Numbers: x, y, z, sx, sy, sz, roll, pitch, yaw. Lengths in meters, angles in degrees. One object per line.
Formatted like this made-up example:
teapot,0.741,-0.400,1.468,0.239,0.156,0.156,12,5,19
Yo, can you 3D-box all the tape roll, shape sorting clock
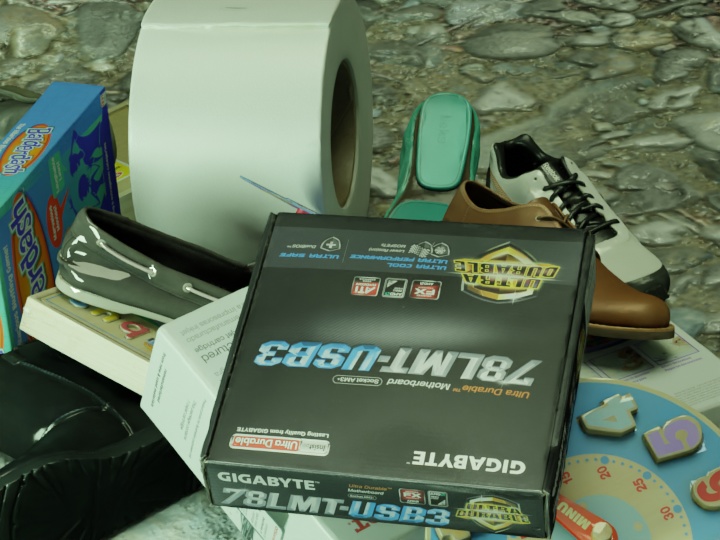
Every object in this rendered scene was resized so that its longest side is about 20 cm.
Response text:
tape roll,-0.076,-0.099,1.913,0.139,0.203,0.203,1,30,11
shape sorting clock,0.136,0.154,1.508,0.200,0.039,0.200,0,69,0

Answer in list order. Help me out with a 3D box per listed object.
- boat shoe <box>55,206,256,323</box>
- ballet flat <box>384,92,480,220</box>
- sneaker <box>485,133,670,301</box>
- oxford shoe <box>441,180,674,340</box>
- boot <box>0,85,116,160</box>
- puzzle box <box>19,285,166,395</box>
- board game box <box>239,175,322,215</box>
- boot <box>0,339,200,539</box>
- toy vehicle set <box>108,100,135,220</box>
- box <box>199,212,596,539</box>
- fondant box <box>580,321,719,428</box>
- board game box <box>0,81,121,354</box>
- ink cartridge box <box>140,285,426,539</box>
boat shoe,-0.100,0.009,1.747,0.200,0.057,0.067,14,22,-6
ballet flat,0.052,-0.035,1.902,0.067,0.070,0.200,7,52,8
sneaker,0.145,-0.031,1.883,0.074,0.080,0.200,-20,34,-27
oxford shoe,0.124,-0.006,1.723,0.200,0.071,0.071,26,19,39
boot,-0.305,-0.078,1.985,0.200,0.073,0.182,-22,19,-38
puzzle box,-0.107,0.054,1.745,0.200,0.025,0.133,26,24,22
board game box,0.000,0.000,1.727,0.158,0.039,0.200,28,-1,-38
boot,-0.208,0.110,1.696,0.198,0.073,0.162,-21,35,-39
toy vehicle set,-0.213,-0.068,2.052,0.200,0.027,0.124,-29,38,-35
box,0.026,0.055,1.530,0.200,0.050,0.199,5,47,12
fondant box,0.141,0.077,1.716,0.144,0.058,0.200,-18,33,-21
board game box,-0.224,-0.019,1.844,0.045,0.152,0.200,6,32,17
ink cartridge box,-0.015,0.100,1.600,0.147,0.083,0.200,-25,61,-31
